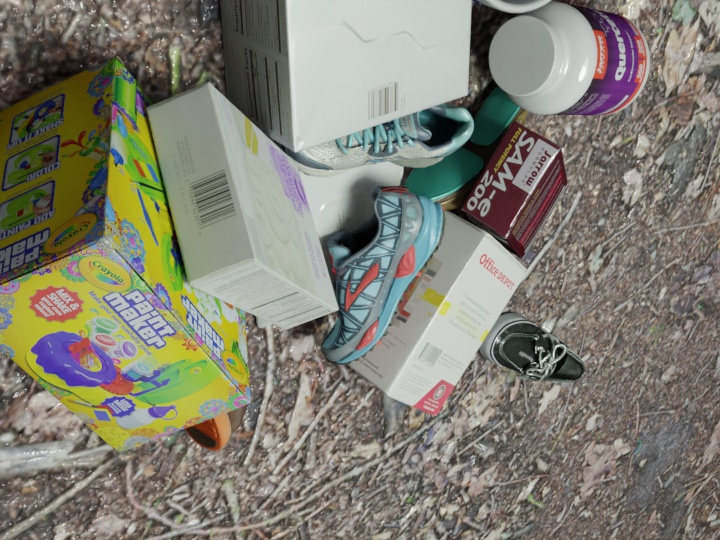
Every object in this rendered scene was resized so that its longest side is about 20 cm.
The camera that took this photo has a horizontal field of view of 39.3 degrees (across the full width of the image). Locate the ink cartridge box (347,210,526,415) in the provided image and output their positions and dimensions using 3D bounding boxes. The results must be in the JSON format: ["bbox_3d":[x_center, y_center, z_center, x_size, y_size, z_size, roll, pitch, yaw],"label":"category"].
[{"bbox_3d":[0.084,0.047,1.128,0.201,0.083,0.145,-57,148,0],"label":"ink cartridge box"}]

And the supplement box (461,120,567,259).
[{"bbox_3d":[0.173,-0.082,1.104,0.110,0.060,0.200,-59,166,2],"label":"supplement box"}]

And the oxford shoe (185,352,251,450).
[{"bbox_3d":[-0.147,0.078,0.971,0.073,0.071,0.202,-45,145,-41],"label":"oxford shoe"}]

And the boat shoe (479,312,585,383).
[{"bbox_3d":[0.233,0.113,1.331,0.198,0.068,0.074,28,94,-48],"label":"boat shoe"}]

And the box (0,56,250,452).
[{"bbox_3d":[-0.182,-0.009,0.757,0.120,0.194,0.201,-21,136,11],"label":"box"}]

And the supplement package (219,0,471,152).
[{"bbox_3d":[-0.011,-0.216,0.874,0.198,0.111,0.158,-22,127,-31],"label":"supplement package"}]

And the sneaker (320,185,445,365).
[{"bbox_3d":[0.000,0.000,1.019,0.095,0.079,0.202,25,107,-18],"label":"sneaker"}]

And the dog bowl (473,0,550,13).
[{"bbox_3d":[0.143,-0.355,0.957,0.198,0.079,0.203,-22,127,-32],"label":"dog bowl"}]

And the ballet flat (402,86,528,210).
[{"bbox_3d":[0.117,-0.116,1.087,0.201,0.067,0.073,-51,153,-24],"label":"ballet flat"}]

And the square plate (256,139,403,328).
[{"bbox_3d":[-0.025,-0.055,1.020,0.196,0.028,0.203,-23,129,-31],"label":"square plate"}]

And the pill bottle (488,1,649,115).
[{"bbox_3d":[0.219,-0.221,1.062,0.199,0.112,0.114,-11,122,-51],"label":"pill bottle"}]

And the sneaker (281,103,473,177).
[{"bbox_3d":[0.019,-0.137,0.946,0.198,0.086,0.079,-9,89,-31],"label":"sneaker"}]

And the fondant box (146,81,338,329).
[{"bbox_3d":[-0.089,-0.043,0.810,0.057,0.146,0.200,-20,163,10],"label":"fondant box"}]
